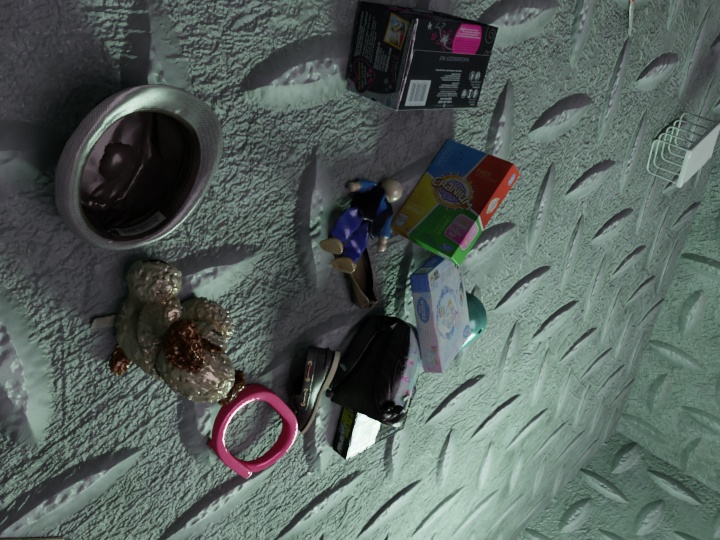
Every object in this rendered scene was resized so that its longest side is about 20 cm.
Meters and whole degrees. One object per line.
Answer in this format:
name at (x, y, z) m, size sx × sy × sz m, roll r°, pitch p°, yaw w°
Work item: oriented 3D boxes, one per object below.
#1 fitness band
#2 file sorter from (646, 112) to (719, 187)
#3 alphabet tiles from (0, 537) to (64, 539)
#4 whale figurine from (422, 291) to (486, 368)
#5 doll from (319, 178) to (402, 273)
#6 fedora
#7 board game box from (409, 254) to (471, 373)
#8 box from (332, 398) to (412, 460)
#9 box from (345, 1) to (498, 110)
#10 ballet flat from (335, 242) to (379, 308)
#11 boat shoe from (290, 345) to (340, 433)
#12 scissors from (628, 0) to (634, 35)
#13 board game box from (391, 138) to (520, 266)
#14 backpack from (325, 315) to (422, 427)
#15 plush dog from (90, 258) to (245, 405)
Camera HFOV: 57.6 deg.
fitness band at (-0.185, 0.282, 1.146) m, size 0.144 × 0.037 × 0.200 m, roll -47°, pitch 138°, yaw -15°
file sorter at (1.007, -0.383, 2.048) m, size 0.200 × 0.124 × 0.139 m, roll -38°, pitch 141°, yaw -27°
alphabet tiles at (-0.525, 0.431, 0.875) m, size 0.167 × 0.008 × 0.200 m, roll -58°, pitch 145°, yaw -1°
whale figurine at (0.215, 0.147, 1.486) m, size 0.159 × 0.104 × 0.200 m, roll 15°, pitch 102°, yaw -54°
doll at (0.012, -0.083, 1.092) m, size 0.200 × 0.048 × 0.137 m, roll -54°, pitch 127°, yaw -35°
fedora at (-0.255, -0.123, 0.723) m, size 0.177 × 0.090 × 0.200 m, roll 6°, pitch 116°, yaw -51°
board game box at (0.164, 0.073, 1.313) m, size 0.200 × 0.043 × 0.199 m, roll -33°, pitch 116°, yaw -59°
box at (0.036, 0.308, 1.440) m, size 0.200 × 0.044 × 0.160 m, roll -15°, pitch 126°, yaw -45°
box at (0.091, -0.318, 0.985) m, size 0.200 × 0.115 × 0.132 m, roll -15°, pitch 127°, yaw -43°
ballet flat at (0.000, 0.000, 1.165) m, size 0.067 × 0.046 × 0.200 m, roll -40°, pitch 140°, yaw -26°
boat shoe at (-0.096, 0.218, 1.201) m, size 0.074 × 0.063 × 0.202 m, roll -85°, pitch -167°, yaw -56°
scissors at (0.623, -0.629, 1.492) m, size 0.073 × 0.014 × 0.200 m, roll -56°, pitch 144°, yaw -7°
board game box at (0.169, -0.127, 1.188) m, size 0.200 × 0.153 × 0.040 m, roll -56°, pitch 143°, yaw -5°
backpack at (0.043, 0.188, 1.282) m, size 0.127 × 0.167 × 0.200 m, roll 39°, pitch 69°, yaw -63°
plush dog at (-0.233, 0.104, 0.846) m, size 0.161 × 0.172 × 0.200 m, roll -50°, pitch 145°, yaw -11°
